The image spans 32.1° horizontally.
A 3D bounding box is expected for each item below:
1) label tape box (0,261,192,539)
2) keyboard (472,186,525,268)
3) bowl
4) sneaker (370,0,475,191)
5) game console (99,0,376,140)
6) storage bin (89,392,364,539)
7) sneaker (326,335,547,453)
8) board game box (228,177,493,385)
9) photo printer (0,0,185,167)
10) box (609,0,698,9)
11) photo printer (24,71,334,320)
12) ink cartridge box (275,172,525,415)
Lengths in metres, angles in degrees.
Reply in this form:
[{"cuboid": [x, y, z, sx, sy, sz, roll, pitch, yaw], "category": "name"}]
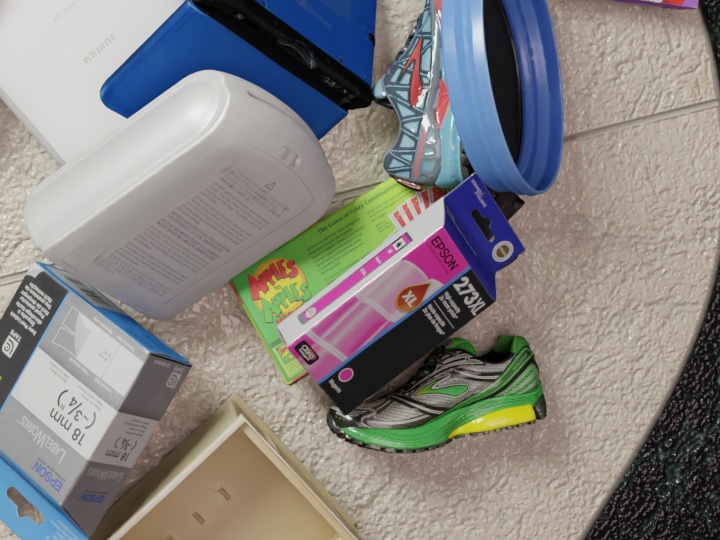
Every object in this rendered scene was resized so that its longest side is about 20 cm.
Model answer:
[{"cuboid": [-0.243, 0.118, 0.982, 0.143, 0.063, 0.202, 32, 93, 28], "category": "label tape box"}, {"cuboid": [0.054, -0.005, 1.081, 0.200, 0.040, 0.104, -43, 85, -2], "category": "keyboard"}, {"cuboid": [0.114, -0.159, 0.986, 0.039, 0.200, 0.204, -6, 104, 25], "category": "bowl"}, {"cuboid": [0.048, -0.164, 1.006, 0.094, 0.079, 0.203, -6, 72, 21], "category": "sneaker"}, {"cuboid": [-0.087, -0.183, 0.964, 0.199, 0.117, 0.173, 28, 60, -52], "category": "game console"}, {"cuboid": [-0.113, 0.247, 1.055, 0.200, 0.094, 0.199, -42, 105, -2], "category": "storage bin"}, {"cuboid": [0.062, 0.104, 1.082, 0.197, 0.078, 0.087, -12, 96, -18], "category": "sneaker"}, {"cuboid": [0.000, 0.000, 1.038, 0.198, 0.048, 0.102, -31, 84, -3], "category": "board game box"}, {"cuboid": [-0.209, -0.179, 0.970, 0.166, 0.069, 0.201, -39, 105, -2], "category": "photo printer"}, {"cuboid": [0.229, -0.328, 1.047, 0.135, 0.039, 0.203, 5, 99, -12], "category": "box"}, {"cuboid": [-0.126, -0.057, 0.943, 0.199, 0.070, 0.166, -33, 146, 15], "category": "photo printer"}, {"cuboid": [0.038, 0.020, 0.983, 0.199, 0.037, 0.095, -39, 127, 0], "category": "ink cartridge box"}]
